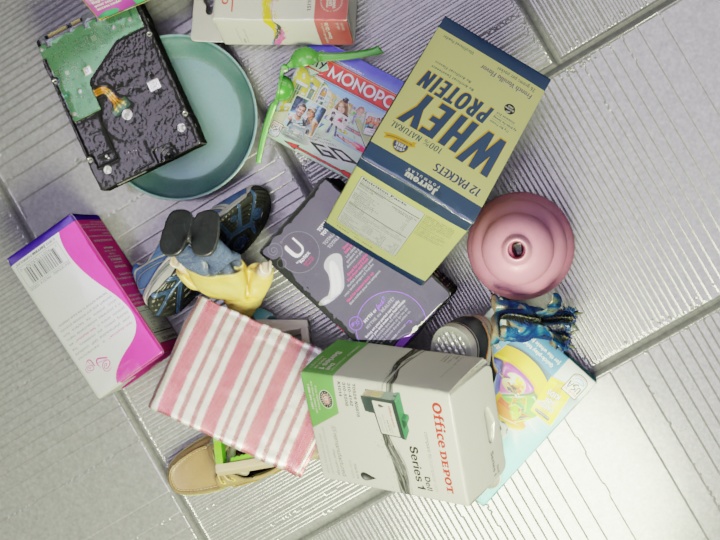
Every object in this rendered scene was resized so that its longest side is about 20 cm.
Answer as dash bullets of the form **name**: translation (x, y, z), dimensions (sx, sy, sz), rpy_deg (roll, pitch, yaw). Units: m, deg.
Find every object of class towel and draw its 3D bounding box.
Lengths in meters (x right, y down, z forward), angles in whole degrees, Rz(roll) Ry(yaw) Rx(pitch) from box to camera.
- **towel**: translation (-0.128, 0.134, 1.648), dimensions (0.200, 0.030, 0.147), rpy_deg (25, 78, -1)

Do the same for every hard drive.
- **hard drive**: translation (-0.286, -0.213, 1.703), dimensions (0.139, 0.038, 0.200), rpy_deg (-25, 90, 8)

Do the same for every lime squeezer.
- **lime squeezer**: translation (-0.071, -0.218, 1.687), dimensions (0.200, 0.038, 0.071), rpy_deg (-42, 118, 7)

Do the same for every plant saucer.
- **plant saucer**: translation (-0.219, -0.185, 1.731), dimensions (0.199, 0.036, 0.201), rpy_deg (0, 92, 8)

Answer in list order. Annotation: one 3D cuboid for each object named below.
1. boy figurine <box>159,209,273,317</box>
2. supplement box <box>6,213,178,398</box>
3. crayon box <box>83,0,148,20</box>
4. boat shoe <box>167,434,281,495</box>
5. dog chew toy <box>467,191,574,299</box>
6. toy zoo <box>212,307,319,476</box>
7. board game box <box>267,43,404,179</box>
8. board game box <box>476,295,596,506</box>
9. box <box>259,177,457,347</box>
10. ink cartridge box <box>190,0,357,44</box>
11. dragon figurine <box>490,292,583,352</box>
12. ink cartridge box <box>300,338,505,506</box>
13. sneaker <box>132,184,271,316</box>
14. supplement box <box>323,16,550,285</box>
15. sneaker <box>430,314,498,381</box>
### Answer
- **boy figurine**: translation (-0.152, 0.000, 1.644), dimensions (0.124, 0.200, 0.065), rpy_deg (0, 67, 21)
- **supplement box**: translation (-0.317, 0.041, 1.723), dimensions (0.101, 0.103, 0.200), rpy_deg (-34, 87, 7)
- **crayon box**: translation (-0.241, -0.408, 1.674), dimensions (0.200, 0.058, 0.173), rpy_deg (-21, 61, 11)
- **boat shoe**: translation (-0.147, 0.223, 1.724), dimensions (0.200, 0.066, 0.074), rpy_deg (-23, 89, 8)
- **dog chew toy**: translation (0.178, -0.027, 1.599), dimensions (0.124, 0.200, 0.125), rpy_deg (0, 92, 8)
- **toy zoo**: translation (-0.117, 0.137, 1.704), dimensions (0.131, 0.020, 0.200), rpy_deg (-11, 67, 7)
- **board game box**: translation (0.002, -0.176, 1.704), dimensions (0.200, 0.029, 0.135), rpy_deg (28, 97, 6)
- **board game box**: translation (0.157, 0.153, 1.688), dimensions (0.151, 0.047, 0.200), rpy_deg (41, 97, 4)
- **box**: translation (0.000, 0.000, 1.673), dimensions (0.200, 0.106, 0.122), rpy_deg (43, 97, 4)
- **ink cartridge box**: translation (-0.106, -0.331, 1.677), dimensions (0.199, 0.068, 0.117), rpy_deg (1, 73, 8)
- **dragon figurine**: translation (0.193, 0.055, 1.563), dimensions (0.099, 0.200, 0.059), rpy_deg (-1, 82, 10)
- **ink cartridge box**: translation (0.048, 0.166, 1.578), dimensions (0.200, 0.084, 0.146), rpy_deg (5, 117, 36)
- **sneaker**: translation (-0.194, -0.038, 1.714), dimensions (0.200, 0.076, 0.077), rpy_deg (-41, 51, -7)
- **supplement box**: translation (0.079, -0.125, 1.547), dimensions (0.134, 0.200, 0.200), rpy_deg (30, 67, -2)
- **sneaker**: translation (0.109, 0.141, 1.634), dimensions (0.078, 0.079, 0.200), rpy_deg (30, 121, 23)
